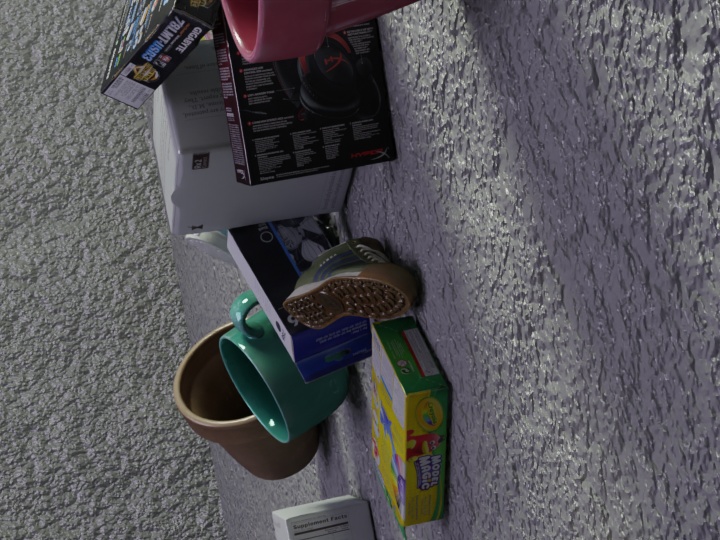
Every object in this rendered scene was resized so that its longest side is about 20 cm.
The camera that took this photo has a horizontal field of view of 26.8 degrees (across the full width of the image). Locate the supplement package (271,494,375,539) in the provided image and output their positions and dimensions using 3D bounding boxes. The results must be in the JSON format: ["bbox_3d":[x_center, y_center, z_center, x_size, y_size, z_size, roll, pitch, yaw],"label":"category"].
[{"bbox_3d":[-0.035,0.394,1.903,0.114,0.109,0.202,158,101,-77],"label":"supplement package"}]

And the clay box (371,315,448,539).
[{"bbox_3d":[0.047,0.160,1.496,0.115,0.047,0.201,-116,19,-50],"label":"clay box"}]

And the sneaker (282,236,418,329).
[{"bbox_3d":[0.000,0.000,1.524,0.067,0.090,0.200,42,151,-21],"label":"sneaker"}]

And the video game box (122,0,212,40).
[{"bbox_3d":[-0.175,-0.254,1.757,0.181,0.047,0.201,15,138,32],"label":"video game box"}]

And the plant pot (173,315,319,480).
[{"bbox_3d":[-0.136,0.190,2.071,0.201,0.199,0.175,-116,3,-49],"label":"plant pot"}]

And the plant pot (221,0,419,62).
[{"bbox_3d":[-0.013,-0.264,1.120,0.200,0.178,0.202,170,90,-77],"label":"plant pot"}]

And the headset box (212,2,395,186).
[{"bbox_3d":[-0.058,-0.192,1.445,0.075,0.148,0.202,-159,58,-73],"label":"headset box"}]

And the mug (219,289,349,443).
[{"bbox_3d":[-0.082,0.107,1.815,0.152,0.114,0.185,52,160,18],"label":"mug"}]

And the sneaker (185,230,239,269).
[{"bbox_3d":[-0.121,-0.036,1.881,0.074,0.199,0.082,6,72,50],"label":"sneaker"}]

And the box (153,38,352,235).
[{"bbox_3d":[-0.116,-0.147,1.621,0.199,0.199,0.132,110,149,-65],"label":"box"}]

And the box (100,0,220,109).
[{"bbox_3d":[-0.176,-0.283,1.460,0.198,0.049,0.201,-29,44,55],"label":"box"}]

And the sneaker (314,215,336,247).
[{"bbox_3d":[-0.069,-0.059,1.792,0.140,0.077,0.201,170,80,-76],"label":"sneaker"}]

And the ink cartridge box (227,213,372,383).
[{"bbox_3d":[-0.061,0.021,1.663,0.201,0.099,0.039,57,157,26],"label":"ink cartridge box"}]
